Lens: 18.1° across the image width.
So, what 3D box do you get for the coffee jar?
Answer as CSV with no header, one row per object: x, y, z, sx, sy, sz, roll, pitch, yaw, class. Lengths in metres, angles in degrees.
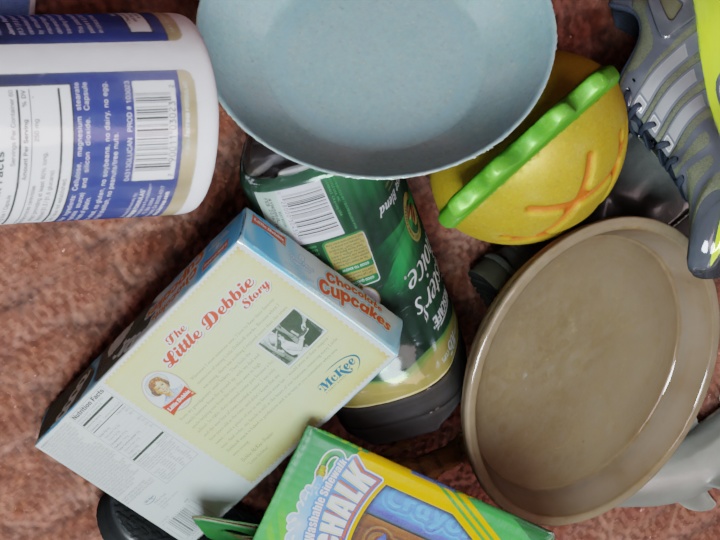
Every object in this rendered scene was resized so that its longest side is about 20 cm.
0.000,0.000,1.333,0.085,0.104,0.200,-14,120,13,coffee jar

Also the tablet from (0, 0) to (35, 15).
-0.240,-0.139,1.223,0.130,0.014,0.200,0,110,-24,tablet

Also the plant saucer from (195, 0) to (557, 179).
0.008,-0.125,1.262,0.201,0.201,0.039,-22,152,-15,plant saucer

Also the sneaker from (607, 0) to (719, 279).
0.193,-0.087,1.367,0.081,0.200,0.074,-4,155,6,sneaker

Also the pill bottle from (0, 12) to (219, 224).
-0.185,-0.080,1.200,0.200,0.111,0.111,-3,112,-23,pill bottle

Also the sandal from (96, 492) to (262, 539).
-0.080,0.186,1.404,0.200,0.075,0.048,27,124,-24,sandal

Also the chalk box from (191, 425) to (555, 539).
0.001,0.176,1.300,0.124,0.200,0.125,-63,167,-12,chalk box

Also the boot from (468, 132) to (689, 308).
0.185,-0.004,1.447,0.200,0.073,0.182,-40,123,-13,boot

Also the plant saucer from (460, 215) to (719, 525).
0.137,0.059,1.374,0.200,0.029,0.201,-16,119,-31,plant saucer

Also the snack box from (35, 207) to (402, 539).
-0.083,0.065,1.302,0.116,0.037,0.200,36,121,-18,snack box

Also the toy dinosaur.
-0.001,0.158,1.394,0.200,0.106,0.060,-49,119,-9,toy dinosaur

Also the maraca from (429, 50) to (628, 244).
0.097,-0.072,1.311,0.137,0.200,0.107,-45,88,5,maraca

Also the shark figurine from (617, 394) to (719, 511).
0.255,0.102,1.504,0.215,0.090,0.128,-49,123,2,shark figurine
